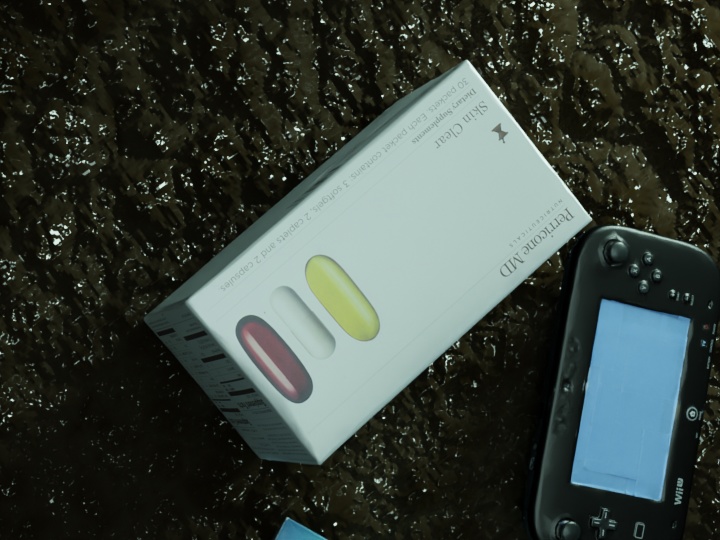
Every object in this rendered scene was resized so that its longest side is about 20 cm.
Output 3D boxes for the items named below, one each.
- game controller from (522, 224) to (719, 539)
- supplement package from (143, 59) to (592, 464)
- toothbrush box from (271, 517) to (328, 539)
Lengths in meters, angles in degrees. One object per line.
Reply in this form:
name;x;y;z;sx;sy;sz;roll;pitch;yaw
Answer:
game controller;0.157;0.077;1.213;0.103;0.042;0.202;12;84;-12
supplement package;0.000;0.000;1.121;0.200;0.156;0.111;-42;96;-13
toothbrush box;0.007;0.251;1.120;0.199;0.085;0.147;30;74;0
